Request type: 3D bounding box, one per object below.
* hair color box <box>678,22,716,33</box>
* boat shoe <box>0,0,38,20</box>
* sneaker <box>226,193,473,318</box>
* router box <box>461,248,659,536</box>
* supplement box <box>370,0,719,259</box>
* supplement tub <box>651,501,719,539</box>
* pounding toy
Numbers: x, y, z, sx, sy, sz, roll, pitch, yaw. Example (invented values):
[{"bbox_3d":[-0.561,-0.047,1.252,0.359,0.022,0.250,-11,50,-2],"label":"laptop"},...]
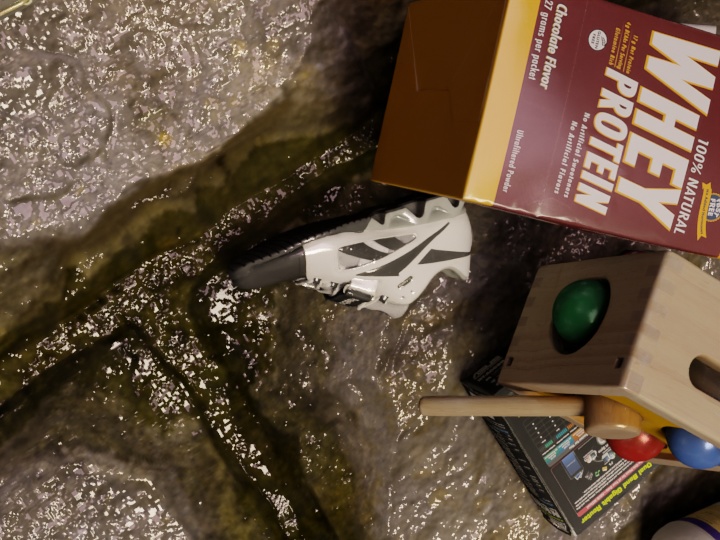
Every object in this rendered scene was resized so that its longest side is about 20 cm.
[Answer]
[{"bbox_3d":[0.184,-0.151,0.916,0.198,0.060,0.101,-1,98,-20],"label":"hair color box"},{"bbox_3d":[-0.195,-0.224,0.763,0.201,0.072,0.061,-33,136,-25],"label":"boat shoe"},{"bbox_3d":[0.000,0.000,0.861,0.198,0.074,0.089,-15,100,-18],"label":"sneaker"},{"bbox_3d":[0.205,0.099,0.957,0.199,0.062,0.150,-36,107,-13],"label":"router box"},{"bbox_3d":[0.139,-0.099,0.769,0.198,0.197,0.134,11,94,-17],"label":"supplement box"},{"bbox_3d":[0.369,0.261,0.997,0.198,0.145,0.147,-17,103,-18],"label":"supplement tub"},{"bbox_3d":[0.184,0.080,0.831,0.199,0.184,0.143,28,75,-20],"label":"pounding toy"}]
